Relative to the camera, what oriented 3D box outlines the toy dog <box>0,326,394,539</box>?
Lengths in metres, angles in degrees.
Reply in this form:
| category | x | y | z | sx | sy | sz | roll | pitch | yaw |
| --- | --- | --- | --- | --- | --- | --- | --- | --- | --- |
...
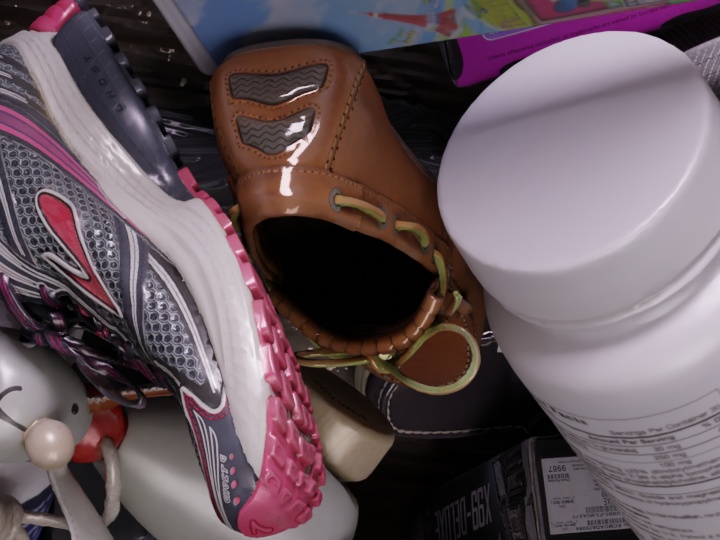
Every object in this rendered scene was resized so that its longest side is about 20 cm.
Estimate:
| category | x | y | z | sx | sy | sz | roll | pitch | yaw |
| --- | --- | --- | --- | --- | --- | --- | --- | --- | --- |
| toy dog | -0.055 | 0.081 | 0.872 | 0.199 | 0.096 | 0.133 | -4 | 122 | -44 |

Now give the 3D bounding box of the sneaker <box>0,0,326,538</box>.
| category | x | y | z | sx | sy | sz | roll | pitch | yaw |
| --- | --- | --- | --- | --- | --- | --- | --- | --- | --- |
| sneaker | -0.073 | 0.007 | 0.790 | 0.074 | 0.200 | 0.081 | -30 | 145 | -7 |

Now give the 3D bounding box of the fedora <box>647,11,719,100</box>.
| category | x | y | z | sx | sy | sz | roll | pitch | yaw |
| --- | --- | --- | --- | --- | --- | --- | --- | --- | --- |
| fedora | 0.145 | -0.049 | 0.953 | 0.176 | 0.091 | 0.200 | 28 | 126 | -35 |

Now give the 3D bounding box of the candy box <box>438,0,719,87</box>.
| category | x | y | z | sx | sy | sz | roll | pitch | yaw |
| --- | --- | --- | --- | --- | --- | --- | --- | --- | --- |
| candy box | 0.073 | -0.169 | 0.837 | 0.135 | 0.061 | 0.201 | -16 | 135 | -4 |

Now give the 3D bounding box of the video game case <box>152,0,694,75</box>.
| category | x | y | z | sx | sy | sz | roll | pitch | yaw |
| --- | --- | --- | --- | --- | --- | --- | --- | --- | --- |
| video game case | 0.005 | -0.125 | 0.698 | 0.181 | 0.022 | 0.200 | -7 | 150 | 17 |

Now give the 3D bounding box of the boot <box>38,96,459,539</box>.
| category | x | y | z | sx | sy | sz | roll | pitch | yaw |
| --- | --- | --- | --- | --- | --- | --- | --- | --- | --- |
| boot | -0.039 | 0.031 | 0.976 | 0.164 | 0.066 | 0.201 | 2 | 128 | -14 |

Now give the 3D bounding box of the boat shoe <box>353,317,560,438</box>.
| category | x | y | z | sx | sy | sz | roll | pitch | yaw |
| --- | --- | --- | --- | --- | --- | --- | --- | --- | --- |
| boat shoe | 0.098 | 0.036 | 1.032 | 0.198 | 0.065 | 0.072 | -10 | 134 | -12 |

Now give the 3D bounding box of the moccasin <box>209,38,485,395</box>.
| category | x | y | z | sx | sy | sz | roll | pitch | yaw |
| --- | --- | --- | --- | --- | --- | --- | --- | --- | --- |
| moccasin | 0.002 | 0.000 | 0.838 | 0.073 | 0.078 | 0.202 | -3 | 157 | 8 |

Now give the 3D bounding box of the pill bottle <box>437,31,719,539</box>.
| category | x | y | z | sx | sy | sz | roll | pitch | yaw |
| --- | --- | --- | --- | --- | --- | --- | --- | --- | --- |
| pill bottle | 0.110 | 0.018 | 0.867 | 0.113 | 0.114 | 0.200 | -30 | 134 | 8 |

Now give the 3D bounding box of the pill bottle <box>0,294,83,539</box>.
| category | x | y | z | sx | sy | sz | roll | pitch | yaw |
| --- | --- | --- | --- | --- | --- | --- | --- | --- | --- |
| pill bottle | -0.170 | 0.075 | 0.932 | 0.115 | 0.116 | 0.201 | 5 | 129 | -25 |

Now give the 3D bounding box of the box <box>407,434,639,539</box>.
| category | x | y | z | sx | sy | sz | roll | pitch | yaw |
| --- | --- | --- | --- | --- | --- | --- | --- | --- | --- |
| box | 0.136 | 0.099 | 1.063 | 0.198 | 0.050 | 0.158 | -3 | 166 | -18 |
